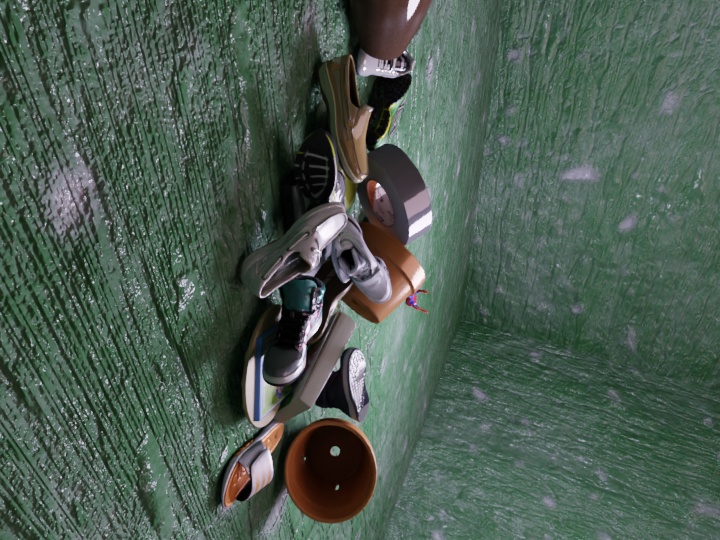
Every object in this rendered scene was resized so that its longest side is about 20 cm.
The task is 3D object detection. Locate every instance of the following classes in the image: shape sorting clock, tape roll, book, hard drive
[{"bbox_3d":[-0.157,0.161,0.924,0.199,0.038,0.209,8,89,-73],"label":"shape sorting clock"},{"bbox_3d":[0.065,-0.154,1.123,0.065,0.200,0.205,-28,141,-20],"label":"tape roll"},{"bbox_3d":[-0.092,0.189,1.044,0.133,0.048,0.203,-40,-163,49],"label":"book"},{"bbox_3d":[-0.090,-0.092,0.963,0.141,0.032,0.206,-56,153,-48],"label":"hard drive"}]

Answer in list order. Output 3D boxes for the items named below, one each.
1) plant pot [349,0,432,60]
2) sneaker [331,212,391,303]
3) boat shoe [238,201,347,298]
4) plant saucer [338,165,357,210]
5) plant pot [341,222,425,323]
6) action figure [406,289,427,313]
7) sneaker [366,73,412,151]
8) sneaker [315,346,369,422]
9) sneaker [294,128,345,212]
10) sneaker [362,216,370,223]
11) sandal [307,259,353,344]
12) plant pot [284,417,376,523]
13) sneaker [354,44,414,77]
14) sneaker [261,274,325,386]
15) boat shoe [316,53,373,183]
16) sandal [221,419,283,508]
[{"bbox_3d":[0.051,-0.482,0.933,0.202,0.181,0.191,102,11,-60],"label":"plant pot"},{"bbox_3d":[0.000,0.000,0.993,0.203,0.073,0.116,59,13,-26],"label":"sneaker"},{"bbox_3d":[-0.089,-0.026,0.822,0.198,0.069,0.072,-39,146,-15],"label":"boat shoe"},{"bbox_3d":[-0.027,-0.203,1.019,0.200,0.030,0.209,7,89,-82],"label":"plant saucer"},{"bbox_3d":[0.026,0.017,1.177,0.142,0.197,0.202,-51,155,-14],"label":"plant pot"},{"bbox_3d":[0.197,0.086,1.874,0.201,0.096,0.067,67,43,-65],"label":"action figure"},{"bbox_3d":[0.054,-0.350,1.178,0.205,0.076,0.086,-63,166,-13],"label":"sneaker"},{"bbox_3d":[-0.059,0.218,1.099,0.077,0.142,0.208,-50,149,-40],"label":"sneaker"},{"bbox_3d":[-0.059,-0.147,0.874,0.204,0.071,0.083,92,14,-51],"label":"sneaker"},{"bbox_3d":[0.053,-0.100,1.337,0.200,0.072,0.090,-46,150,-57],"label":"sneaker"},{"bbox_3d":[-0.071,0.061,1.064,0.055,0.078,0.204,92,21,-59],"label":"sandal"},{"bbox_3d":[-0.060,0.412,1.171,0.140,0.192,0.209,-24,127,-88],"label":"plant pot"},{"bbox_3d":[0.049,-0.424,1.081,0.199,0.070,0.075,-33,135,-54],"label":"sneaker"},{"bbox_3d":[-0.104,0.073,0.851,0.202,0.080,0.125,-70,165,-56],"label":"sneaker"},{"bbox_3d":[-0.013,-0.253,0.892,0.071,0.074,0.208,-32,107,-67],"label":"boat shoe"},{"bbox_3d":[-0.175,0.339,0.963,0.206,0.057,0.082,-43,142,-60],"label":"sandal"}]
